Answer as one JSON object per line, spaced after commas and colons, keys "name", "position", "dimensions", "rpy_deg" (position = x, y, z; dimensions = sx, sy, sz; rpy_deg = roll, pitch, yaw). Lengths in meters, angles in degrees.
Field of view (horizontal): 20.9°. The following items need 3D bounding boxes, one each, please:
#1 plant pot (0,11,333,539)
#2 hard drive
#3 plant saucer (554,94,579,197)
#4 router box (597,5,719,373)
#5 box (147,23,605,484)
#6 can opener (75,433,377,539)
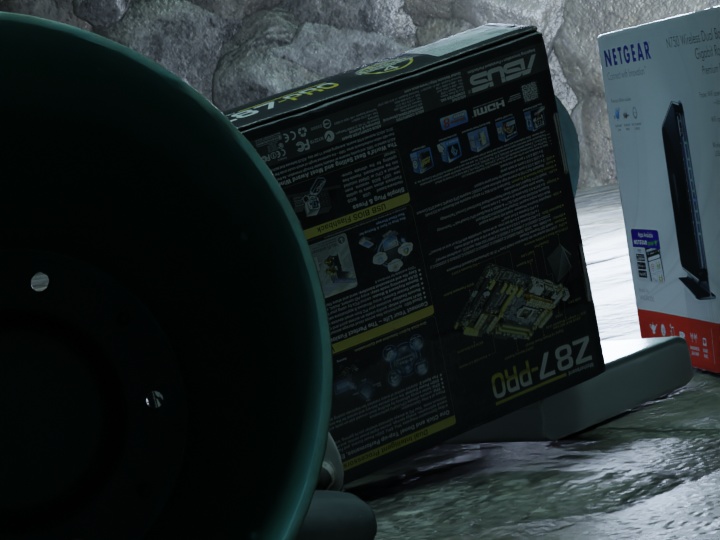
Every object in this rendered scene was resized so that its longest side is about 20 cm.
{"name": "plant pot", "position": [-0.113, 0.041, 0.603], "dimensions": [0.199, 0.202, 0.161], "rpy_deg": [-10, -9, -7]}
{"name": "hard drive", "position": [0.047, 0.062, 0.979], "dimensions": [0.199, 0.027, 0.132], "rpy_deg": [-6, 6, 41]}
{"name": "plant saucer", "position": [0.008, -0.028, 0.924], "dimensions": [0.200, 0.202, 0.039], "rpy_deg": [-12, 47, -24]}
{"name": "router box", "position": [0.184, -0.041, 0.987], "dimensions": [0.049, 0.181, 0.200], "rpy_deg": [-10, 4, -10]}
{"name": "box", "position": [0.000, 0.000, 0.821], "dimensions": [0.199, 0.162, 0.049], "rpy_deg": [-21, 17, -22]}
{"name": "can opener", "position": [-0.096, 0.094, 0.714], "dimensions": [0.199, 0.053, 0.066], "rpy_deg": [-11, 5, -11]}
